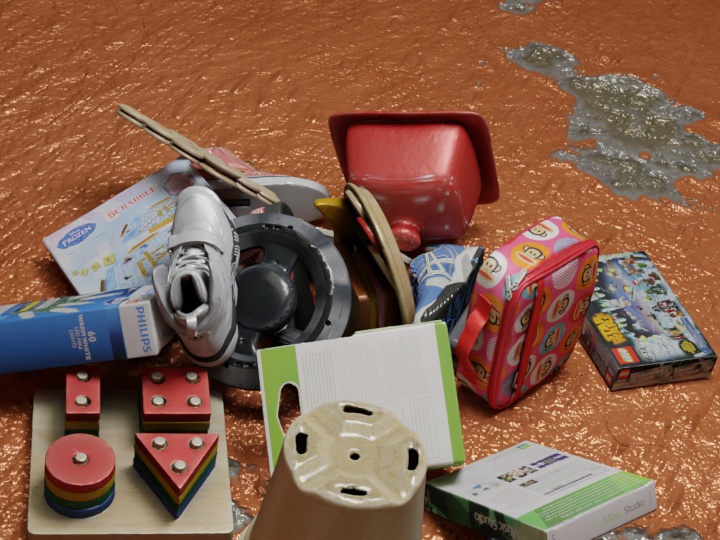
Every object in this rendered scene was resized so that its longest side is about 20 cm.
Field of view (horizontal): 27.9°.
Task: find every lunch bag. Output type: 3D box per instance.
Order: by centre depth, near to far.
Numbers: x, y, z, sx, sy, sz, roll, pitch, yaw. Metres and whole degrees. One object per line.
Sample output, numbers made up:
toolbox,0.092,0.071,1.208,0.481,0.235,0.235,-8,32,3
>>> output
lunch bag,0.176,0.051,1.613,0.176,0.201,0.082,-28,50,-34

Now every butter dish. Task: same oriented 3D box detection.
butter dish,0.061,-0.093,1.779,0.199,0.200,0.149,2,59,13

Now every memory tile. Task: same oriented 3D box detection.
memory tile,-0.193,-0.138,1.732,0.200,0.017,0.153,33,4,30

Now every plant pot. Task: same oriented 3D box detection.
plant pot,-0.018,0.231,1.357,0.199,0.184,0.201,6,39,-5

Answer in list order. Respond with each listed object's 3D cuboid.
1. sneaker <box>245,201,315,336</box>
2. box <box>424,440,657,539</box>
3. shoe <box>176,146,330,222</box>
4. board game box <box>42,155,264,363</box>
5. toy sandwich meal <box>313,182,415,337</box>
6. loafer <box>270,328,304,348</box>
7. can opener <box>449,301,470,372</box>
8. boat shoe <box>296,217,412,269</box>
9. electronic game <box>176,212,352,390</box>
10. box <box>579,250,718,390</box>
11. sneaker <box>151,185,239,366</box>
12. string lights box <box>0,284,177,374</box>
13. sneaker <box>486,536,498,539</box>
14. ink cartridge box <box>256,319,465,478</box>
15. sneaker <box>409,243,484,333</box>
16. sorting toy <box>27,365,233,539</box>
sneaker,-0.118,0.026,1.691,0.107,0.067,0.203,-19,65,18
box,0.177,0.226,1.453,0.144,0.037,0.200,-17,14,-30
shoe,-0.139,-0.112,1.843,0.199,0.072,0.091,0,43,-8
board game box,-0.237,-0.018,1.671,0.199,0.041,0.200,-32,52,-12
toy sandwich meal,0.000,0.000,1.641,0.070,0.206,0.206,-20,45,-9
loafer,-0.005,0.119,1.593,0.200,0.068,0.070,28,43,10
can opener,0.162,0.053,1.726,0.067,0.054,0.200,22,41,14
boat shoe,-0.038,-0.020,1.763,0.199,0.060,0.072,16,-4,2
electronic game,-0.107,0.032,1.574,0.199,0.042,0.201,-2,71,7
box,0.327,0.057,1.769,0.136,0.040,0.200,-6,42,-19
sneaker,-0.170,-0.009,1.512,0.075,0.115,0.201,-7,70,4
string lights box,-0.299,0.063,1.523,0.199,0.059,0.103,-8,10,8
sneaker,0.149,0.300,1.413,0.088,0.076,0.200,22,31,29
ink cartridge box,0.001,0.141,1.508,0.199,0.076,0.149,-8,80,2
sneaker,0.089,0.028,1.732,0.077,0.076,0.200,13,28,14
sorting toy,-0.231,0.178,1.464,0.199,0.070,0.199,2,39,-12
